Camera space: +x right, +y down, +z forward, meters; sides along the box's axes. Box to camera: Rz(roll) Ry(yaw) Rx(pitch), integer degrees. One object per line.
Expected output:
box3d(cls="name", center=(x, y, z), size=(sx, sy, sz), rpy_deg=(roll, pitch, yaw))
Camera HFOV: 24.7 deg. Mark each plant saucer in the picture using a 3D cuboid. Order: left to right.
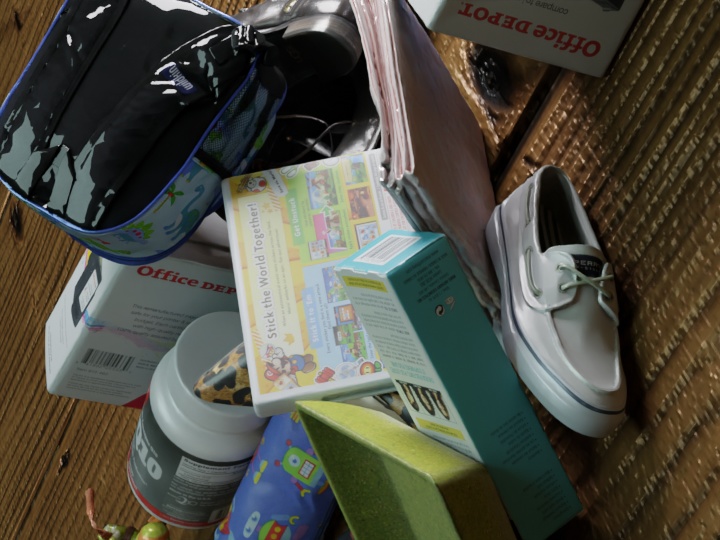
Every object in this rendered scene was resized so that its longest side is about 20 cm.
box3d(cls="plant saucer", center=(0.052, 0.178, 1.059), size=(0.199, 0.048, 0.202), rpy_deg=(20, 136, 62))

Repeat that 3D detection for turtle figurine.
box3d(cls="turtle figurine", center=(-0.173, 0.275, 1.450), size=(0.199, 0.064, 0.163), rpy_deg=(27, 135, 47))

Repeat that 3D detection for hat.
box3d(cls="hat", center=(-0.030, -0.102, 1.336), size=(0.199, 0.081, 0.202), rpy_deg=(-24, 46, 27))

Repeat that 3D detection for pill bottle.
box3d(cls="pill bottle", center=(-0.127, 0.125, 1.374), size=(0.201, 0.113, 0.115), rpy_deg=(115, 152, -53))

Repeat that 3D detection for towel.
box3d(cls="towel", center=(0.048, -0.083, 1.100), size=(0.032, 0.200, 0.193), rpy_deg=(-18, 54, 15))

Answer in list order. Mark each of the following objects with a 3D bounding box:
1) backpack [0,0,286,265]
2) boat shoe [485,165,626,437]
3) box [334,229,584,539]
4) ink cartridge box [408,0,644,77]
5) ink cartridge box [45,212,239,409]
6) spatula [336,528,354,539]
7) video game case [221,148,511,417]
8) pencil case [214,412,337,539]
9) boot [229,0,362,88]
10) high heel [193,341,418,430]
box3d(cls="backpack", center=(-0.170, -0.110, 1.271), size=(0.182, 0.147, 0.201), rpy_deg=(32, 82, 22))
box3d(cls="boat shoe", center=(0.126, 0.011, 1.033), size=(0.067, 0.073, 0.201), rpy_deg=(-59, 34, 34))
box3d(cls="box", center=(0.062, 0.073, 1.028), size=(0.201, 0.049, 0.082), rpy_deg=(62, 161, -15))
box3d(cls="ink cartridge box", center=(0.127, -0.238, 1.041), size=(0.201, 0.143, 0.084), rpy_deg=(-63, 33, 28))
box3d(cls="ink cartridge box", center=(-0.171, 0.029, 1.424), size=(0.200, 0.144, 0.083), rpy_deg=(-54, 35, 38))
box3d(cls="spatula", center=(0.013, 0.189, 1.236), size=(0.200, 0.020, 0.057), rpy_deg=(-46, 44, 47))
box3d(cls="video game case", center=(0.000, 0.000, 1.180), size=(0.023, 0.180, 0.202), rpy_deg=(81, 178, -56))
box3d(cls="pencil case", center=(-0.045, 0.158, 1.294), size=(0.201, 0.086, 0.078), rpy_deg=(-64, -9, 25))
box3d(cls="boot", center=(-0.031, -0.232, 1.341), size=(0.199, 0.069, 0.175), rpy_deg=(3, 54, 40))
box3d(cls="high heel", center=(-0.018, 0.101, 1.161), size=(0.072, 0.198, 0.143), rpy_deg=(77, 180, -49))
